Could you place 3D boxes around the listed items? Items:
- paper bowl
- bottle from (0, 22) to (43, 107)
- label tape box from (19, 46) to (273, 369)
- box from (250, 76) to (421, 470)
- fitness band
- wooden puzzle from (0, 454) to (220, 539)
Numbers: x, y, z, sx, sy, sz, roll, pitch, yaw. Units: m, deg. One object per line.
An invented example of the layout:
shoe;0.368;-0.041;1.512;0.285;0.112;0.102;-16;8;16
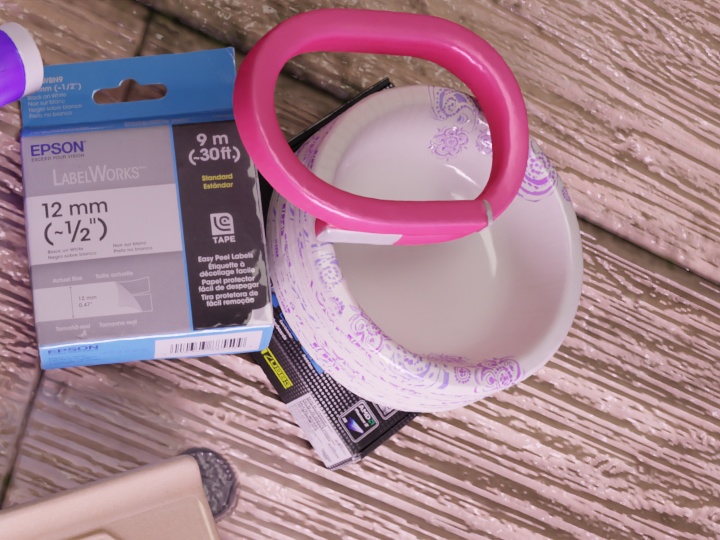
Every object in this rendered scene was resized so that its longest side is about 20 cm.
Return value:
paper bowl;0.033;-0.009;1.351;0.201;0.104;0.201;9;70;-26
bottle;-0.283;-0.097;1.259;0.200;0.084;0.065;-25;109;-35
label tape box;-0.136;-0.047;1.312;0.143;0.066;0.200;-5;77;-7
box;0.000;0.000;1.418;0.193;0.048;0.200;-34;92;-31
fitness band;0.017;-0.088;1.286;0.200;0.037;0.144;0;73;-31
wooden puzzle;-0.150;0.227;1.262;0.185;0.037;0.200;-15;86;-34
